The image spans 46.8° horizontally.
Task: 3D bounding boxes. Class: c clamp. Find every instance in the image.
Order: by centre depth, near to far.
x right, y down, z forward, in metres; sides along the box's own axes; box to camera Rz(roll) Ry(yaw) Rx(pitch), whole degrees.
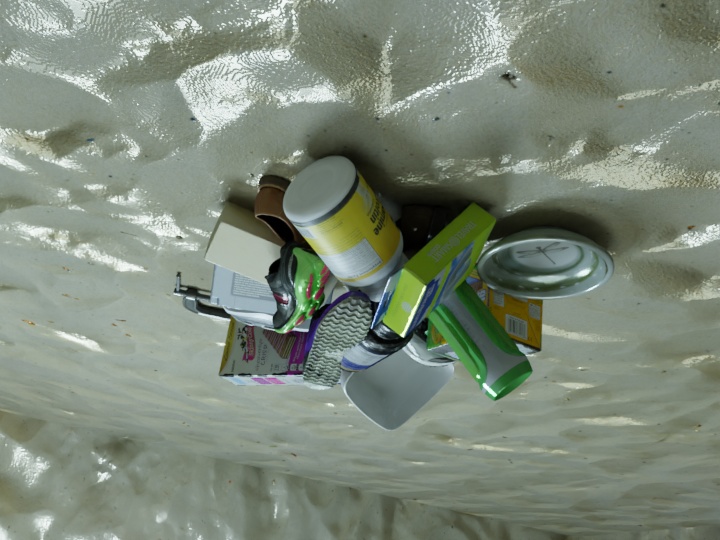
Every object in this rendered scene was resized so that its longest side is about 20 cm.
[{"bbox_3d":[-0.275,0.070,1.637,0.198,0.027,0.171,15,155,-13],"label":"c clamp"}]

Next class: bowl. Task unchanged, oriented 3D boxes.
[{"bbox_3d":[0.063,0.192,1.626,0.200,0.200,0.075,47,179,-37],"label":"bowl"}]

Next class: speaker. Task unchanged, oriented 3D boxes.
[{"bbox_3d":[0.166,0.091,1.237,0.088,0.201,0.089,-31,159,-14],"label":"speaker"}]

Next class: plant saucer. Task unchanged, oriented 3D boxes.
[{"bbox_3d":[0.272,-0.019,1.231,0.198,0.051,0.201,5,154,3],"label":"plant saucer"}]

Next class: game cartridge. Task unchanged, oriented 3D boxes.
[{"bbox_3d":[-0.139,0.006,1.351,0.198,0.042,0.135,9,111,-8],"label":"game cartridge"}]

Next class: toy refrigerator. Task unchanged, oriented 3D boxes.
[{"bbox_3d":[-0.131,-0.026,1.280,0.198,0.070,0.076,22,120,-14],"label":"toy refrigerator"}]

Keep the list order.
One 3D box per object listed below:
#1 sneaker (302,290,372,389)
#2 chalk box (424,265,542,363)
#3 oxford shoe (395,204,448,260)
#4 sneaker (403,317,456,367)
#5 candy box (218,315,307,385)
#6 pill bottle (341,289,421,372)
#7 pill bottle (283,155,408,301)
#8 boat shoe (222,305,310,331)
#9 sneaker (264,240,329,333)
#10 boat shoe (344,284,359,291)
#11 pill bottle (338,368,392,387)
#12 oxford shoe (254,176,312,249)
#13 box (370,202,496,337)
[{"bbox_3d":[-0.041,0.079,1.214,0.069,0.100,0.201,14,134,-16],"label":"sneaker"},{"bbox_3d":[0.193,0.081,1.395,0.124,0.125,0.199,21,154,-30],"label":"chalk box"},{"bbox_3d":[0.074,-0.039,1.243,0.083,0.073,0.201,14,147,3],"label":"oxford shoe"},{"bbox_3d":[0.096,0.106,1.498,0.199,0.074,0.080,27,146,5],"label":"sneaker"},{"bbox_3d":[-0.152,0.135,1.509,0.198,0.138,0.061,-6,153,29],"label":"candy box"},{"bbox_3d":[0.019,0.084,1.296,0.111,0.113,0.200,17,155,-18],"label":"pill bottle"},{"bbox_3d":[-0.010,-0.050,1.132,0.111,0.113,0.200,-9,136,33],"label":"pill bottle"},{"bbox_3d":[-0.143,0.074,1.450,0.197,0.072,0.068,6,154,10],"label":"boat shoe"},{"bbox_3d":[-0.098,0.023,1.227,0.084,0.076,0.201,47,146,16],"label":"sneaker"},{"bbox_3d":[0.000,0.000,1.363,0.070,0.071,0.200,36,159,4],"label":"boat shoe"},{"bbox_3d":[0.007,0.194,1.713,0.199,0.112,0.110,26,151,-34],"label":"pill bottle"},{"bbox_3d":[-0.078,-0.055,1.221,0.199,0.072,0.071,32,147,-30],"label":"oxford shoe"},{"bbox_3d":[0.102,0.004,1.145,0.048,0.200,0.123,37,142,17],"label":"box"}]
